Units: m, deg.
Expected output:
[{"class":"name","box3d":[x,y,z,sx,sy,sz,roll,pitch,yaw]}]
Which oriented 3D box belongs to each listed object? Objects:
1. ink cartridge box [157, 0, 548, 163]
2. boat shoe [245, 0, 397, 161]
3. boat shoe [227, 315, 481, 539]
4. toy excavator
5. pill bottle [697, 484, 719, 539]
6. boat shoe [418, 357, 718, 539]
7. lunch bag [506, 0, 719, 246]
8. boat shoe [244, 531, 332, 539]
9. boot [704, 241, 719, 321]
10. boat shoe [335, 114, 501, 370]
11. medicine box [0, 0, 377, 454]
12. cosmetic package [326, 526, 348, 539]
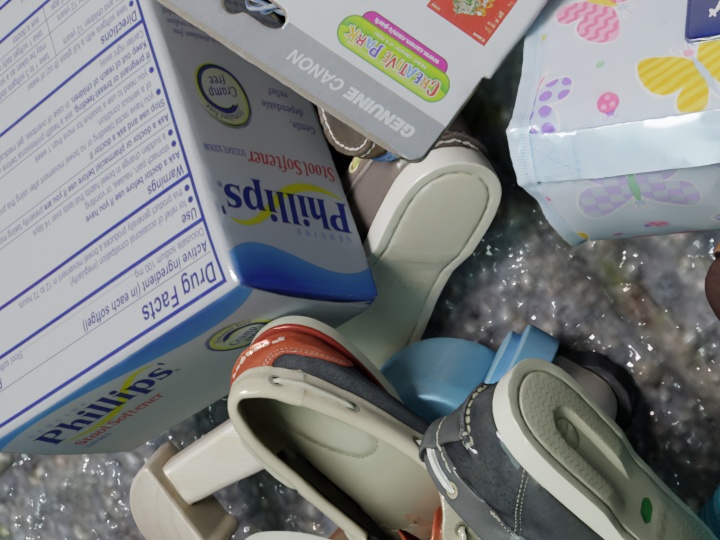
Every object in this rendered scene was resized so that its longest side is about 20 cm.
[{"class":"ink cartridge box","box3d":[-0.011,-0.168,0.630,0.199,0.084,0.176,32,103,-19]},{"class":"boat shoe","box3d":[-0.020,-0.139,0.726,0.072,0.072,0.201,13,117,50]},{"class":"boat shoe","box3d":[0.025,0.099,0.719,0.200,0.063,0.071,41,110,-8]},{"class":"toy excavator","box3d":[0.008,0.091,0.817,0.199,0.100,0.195,30,113,5]},{"class":"pill bottle","box3d":[0.210,0.119,0.742,0.111,0.111,0.201,36,116,11]},{"class":"boat shoe","box3d":[0.106,0.126,0.685,0.068,0.072,0.200,-36,99,32]},{"class":"lunch bag","box3d":[0.163,-0.078,0.655,0.169,0.200,0.128,-7,103,26]},{"class":"boat shoe","box3d":[0.015,0.183,0.755,0.200,0.061,0.072,23,134,23]},{"class":"boot","box3d":[0.156,0.105,0.619,0.166,0.072,0.200,-42,93,-8]},{"class":"boat shoe","box3d":[0.000,0.000,0.831,0.200,0.071,0.060,-57,38,37]},{"class":"medicine box","box3d":[-0.114,-0.038,0.804,0.182,0.103,0.201,-31,68,32]},{"class":"cosmetic package","box3d":[0.042,0.231,0.861,0.199,0.087,0.104,31,119,14]}]
